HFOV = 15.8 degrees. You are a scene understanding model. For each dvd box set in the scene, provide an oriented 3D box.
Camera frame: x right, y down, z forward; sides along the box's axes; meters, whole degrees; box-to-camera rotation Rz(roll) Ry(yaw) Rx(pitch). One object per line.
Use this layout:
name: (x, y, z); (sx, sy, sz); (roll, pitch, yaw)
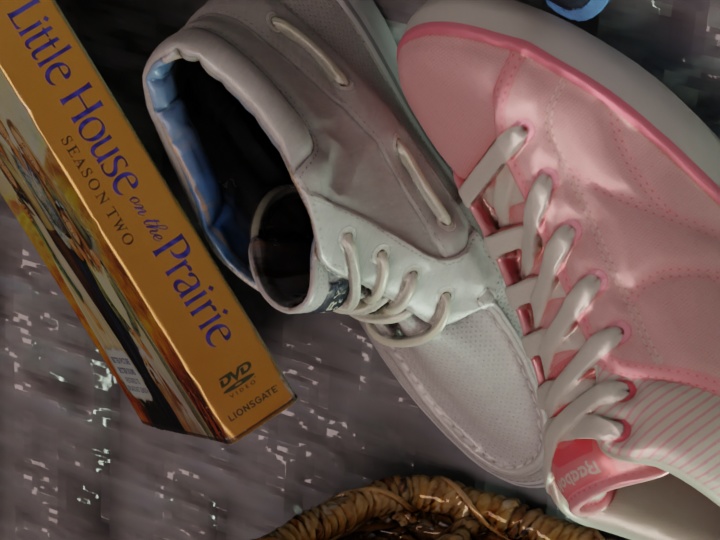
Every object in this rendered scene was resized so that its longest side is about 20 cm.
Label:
dvd box set: (-0.099, -0.036, 0.856); (0.200, 0.029, 0.146); (59, 166, -9)

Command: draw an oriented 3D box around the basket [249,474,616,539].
basket: (0.008, 0.143, 0.833); (0.143, 0.200, 0.149); (48, 129, 2)

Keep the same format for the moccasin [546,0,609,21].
moccasin: (0.077, -0.157, 0.717); (0.068, 0.081, 0.200); (29, 124, 4)

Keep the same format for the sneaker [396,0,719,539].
sneaker: (0.071, 0.008, 0.781); (0.200, 0.105, 0.075); (42, 155, 3)

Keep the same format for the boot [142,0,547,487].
boot: (0.000, 0.000, 0.829); (0.073, 0.096, 0.200); (-29, 98, 36)
